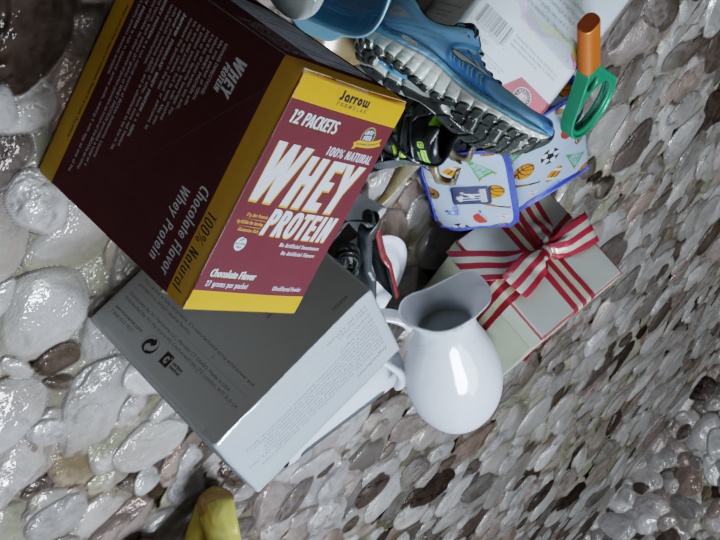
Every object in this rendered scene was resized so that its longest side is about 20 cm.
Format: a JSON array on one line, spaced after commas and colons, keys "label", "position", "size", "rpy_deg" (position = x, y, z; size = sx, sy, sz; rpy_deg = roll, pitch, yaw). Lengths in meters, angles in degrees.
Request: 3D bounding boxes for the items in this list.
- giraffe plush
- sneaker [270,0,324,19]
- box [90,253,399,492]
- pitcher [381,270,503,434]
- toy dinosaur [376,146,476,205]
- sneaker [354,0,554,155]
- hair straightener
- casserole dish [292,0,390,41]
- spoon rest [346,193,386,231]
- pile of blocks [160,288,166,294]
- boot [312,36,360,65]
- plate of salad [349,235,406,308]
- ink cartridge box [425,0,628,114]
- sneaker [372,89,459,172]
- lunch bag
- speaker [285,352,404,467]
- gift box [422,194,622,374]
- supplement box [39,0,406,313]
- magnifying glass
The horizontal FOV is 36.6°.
[{"label": "giraffe plush", "position": [-0.215, 0.369, 1.292], "size": [0.161, 0.201, 0.173], "rpy_deg": [-10, 142, -9]}, {"label": "sneaker", "position": [-0.099, -0.242, 0.816], "size": [0.130, 0.079, 0.199], "rpy_deg": [-53, 152, -23]}, {"label": "box", "position": [-0.107, 0.061, 1.037], "size": [0.200, 0.199, 0.131], "rpy_deg": [-45, 149, -11]}, {"label": "pitcher", "position": [0.085, 0.109, 1.323], "size": [0.171, 0.122, 0.201], "rpy_deg": [-10, 132, 4]}, {"label": "toy dinosaur", "position": [0.068, -0.135, 1.169], "size": [0.058, 0.101, 0.201], "rpy_deg": [-45, 157, -51]}, {"label": "sneaker", "position": [0.097, -0.180, 0.976], "size": [0.090, 0.200, 0.078], "rpy_deg": [-60, -169, -15]}, {"label": "hair straightener", "position": [0.000, 0.000, 1.145], "size": [0.077, 0.041, 0.200], "rpy_deg": [-39, 160, -14]}, {"label": "casserole dish", "position": [-0.011, -0.287, 0.885], "size": [0.039, 0.121, 0.201], "rpy_deg": [-41, 153, -53]}, {"label": "spoon rest", "position": [-0.051, -0.104, 1.094], "size": [0.099, 0.061, 0.200], "rpy_deg": [-51, 137, -3]}, {"label": "pile of blocks", "position": [-0.114, -0.062, 0.990], "size": [0.062, 0.082, 0.201], "rpy_deg": [27, 94, -38]}, {"label": "boot", "position": [0.029, -0.292, 0.984], "size": [0.174, 0.066, 0.201], "rpy_deg": [-12, 133, -31]}, {"label": "plate of salad", "position": [-0.024, 0.034, 1.267], "size": [0.200, 0.048, 0.200], "rpy_deg": [-37, 154, -22]}, {"label": "ink cartridge box", "position": [0.166, -0.264, 1.120], "size": [0.146, 0.083, 0.200], "rpy_deg": [37, 91, -29]}, {"label": "sneaker", "position": [0.038, -0.131, 1.038], "size": [0.199, 0.083, 0.071], "rpy_deg": [-26, 133, -3]}, {"label": "lunch bag", "position": [0.161, -0.143, 1.271], "size": [0.199, 0.124, 0.170], "rpy_deg": [-30, 148, -4]}, {"label": "speaker", "position": [-0.039, 0.155, 1.354], "size": [0.200, 0.081, 0.081], "rpy_deg": [-34, 146, -29]}, {"label": "gift box", "position": [0.190, 0.006, 1.395], "size": [0.184, 0.200, 0.187], "rpy_deg": [-40, 172, -30]}, {"label": "supplement box", "position": [-0.111, -0.103, 0.853], "size": [0.133, 0.200, 0.198], "rpy_deg": [6, 118, -55]}, {"label": "magnifying glass", "position": [0.237, -0.202, 1.133], "size": [0.080, 0.022, 0.200], "rpy_deg": [-48, 159, -9]}]
